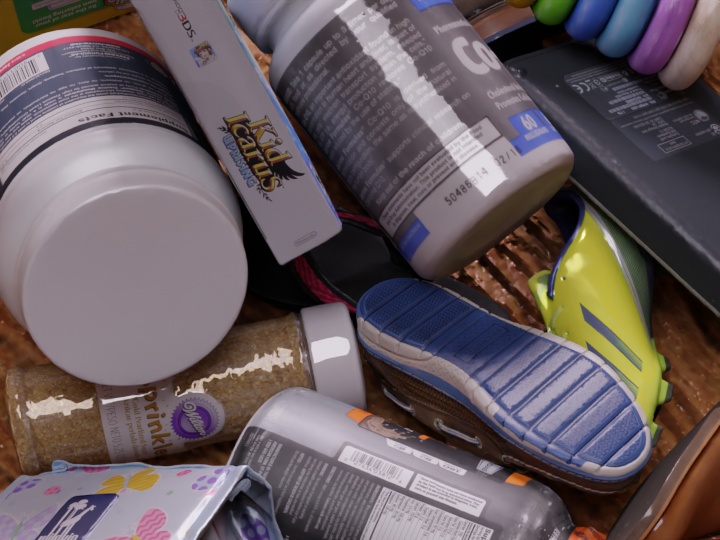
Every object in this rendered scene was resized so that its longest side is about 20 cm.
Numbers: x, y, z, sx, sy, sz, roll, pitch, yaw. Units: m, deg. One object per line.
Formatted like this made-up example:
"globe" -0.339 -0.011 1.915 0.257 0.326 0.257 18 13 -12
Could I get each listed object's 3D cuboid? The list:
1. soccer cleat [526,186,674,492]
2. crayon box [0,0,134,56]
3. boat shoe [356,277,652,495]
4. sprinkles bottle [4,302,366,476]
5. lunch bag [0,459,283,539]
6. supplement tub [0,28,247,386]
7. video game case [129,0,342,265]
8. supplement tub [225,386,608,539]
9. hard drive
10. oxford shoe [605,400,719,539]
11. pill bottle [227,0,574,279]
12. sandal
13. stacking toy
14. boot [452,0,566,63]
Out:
"soccer cleat" 0.132 0.037 1.370 0.083 0.065 0.201 11 54 -9
"crayon box" -0.192 -0.204 1.497 0.200 0.119 0.058 -20 62 -9
"boat shoe" 0.081 0.073 1.324 0.072 0.073 0.200 -33 46 -27
"sprinkles bottle" -0.099 0.069 1.368 0.199 0.068 0.068 -11 61 -3
"lunch bag" -0.135 0.194 1.222 0.169 0.127 0.201 -1 68 37
"supplement tub" -0.146 -0.038 1.352 0.140 0.141 0.200 -19 33 -7
"video game case" -0.084 -0.116 1.357 0.045 0.182 0.200 -30 22 0
"supplement tub" 0.026 0.150 1.284 0.200 0.123 0.123 22 64 14
"hard drive" 0.186 -0.063 1.410 0.139 0.033 0.200 -20 56 -44
"oxford shoe" 0.192 0.117 1.279 0.071 0.071 0.200 46 33 9
"pill bottle" 0.020 -0.104 1.368 0.114 0.114 0.200 -35 79 -16
"sandal" 0.000 0.000 1.413 0.200 0.045 0.075 25 67 16
"stacking toy" 0.116 -0.179 1.411 0.200 0.085 0.086 21 63 -6
"boot" 0.131 -0.199 1.502 0.200 0.075 0.097 -24 65 -8
